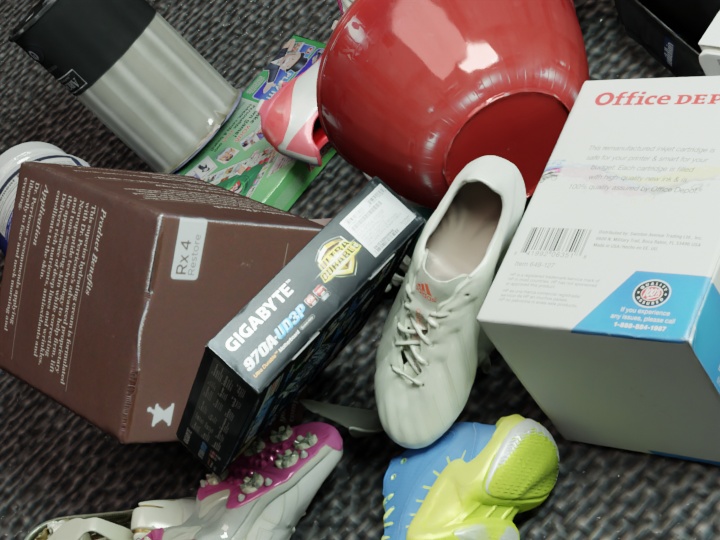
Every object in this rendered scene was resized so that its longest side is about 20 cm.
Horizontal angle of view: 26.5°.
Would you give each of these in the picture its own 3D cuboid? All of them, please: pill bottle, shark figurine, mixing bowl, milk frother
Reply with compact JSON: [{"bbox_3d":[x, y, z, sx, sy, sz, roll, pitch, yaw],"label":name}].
[{"bbox_3d":[-0.264,-0.037,1.371,0.116,0.116,0.200,-43,40,-5],"label":"pill bottle"},{"bbox_3d":[0.059,0.035,1.088,0.215,0.128,0.090,-56,46,21],"label":"shark figurine"},{"bbox_3d":[0.079,-0.112,1.044,0.200,0.200,0.108,-35,45,6],"label":"mixing bowl"},{"bbox_3d":[-0.193,-0.223,1.424,0.200,0.188,0.180,-47,19,-4],"label":"milk frother"}]

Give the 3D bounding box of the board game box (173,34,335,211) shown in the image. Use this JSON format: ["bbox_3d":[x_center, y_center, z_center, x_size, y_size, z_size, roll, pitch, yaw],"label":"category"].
[{"bbox_3d":[-0.076,-0.121,1.372,0.134,0.029,0.200,25,70,46],"label":"board game box"}]

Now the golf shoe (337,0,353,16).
[{"bbox_3d":[0.019,-0.199,1.221,0.072,0.092,0.200,-26,60,1],"label":"golf shoe"}]

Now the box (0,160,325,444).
[{"bbox_3d":[-0.152,0.020,1.150,0.200,0.164,0.166,21,103,46],"label":"box"}]

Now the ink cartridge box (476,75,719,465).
[{"bbox_3d":[0.197,-0.004,0.966,0.147,0.145,0.200,5,57,39],"label":"ink cartridge box"}]

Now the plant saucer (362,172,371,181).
[{"bbox_3d":[0.092,-0.123,1.231,0.200,0.050,0.200,-20,44,21],"label":"plant saucer"}]

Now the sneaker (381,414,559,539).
[{"bbox_3d":[0.044,0.176,0.986,0.200,0.076,0.105,-48,28,-22],"label":"sneaker"}]

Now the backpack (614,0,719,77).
[{"bbox_3d":[0.249,-0.254,1.133,0.154,0.200,0.190,-37,35,-11],"label":"backpack"}]

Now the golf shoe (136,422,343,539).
[{"bbox_3d":[-0.083,0.188,1.057,0.200,0.092,0.075,-40,25,-17],"label":"golf shoe"}]

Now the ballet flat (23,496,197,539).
[{"bbox_3d":[-0.164,0.199,1.116,0.200,0.064,0.068,-16,45,25],"label":"ballet flat"}]

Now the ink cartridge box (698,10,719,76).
[{"bbox_3d":[0.326,-0.168,1.022,0.083,0.145,0.200,18,66,44],"label":"ink cartridge box"}]

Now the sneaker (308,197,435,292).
[{"bbox_3d":[0.000,0.000,1.177,0.200,0.071,0.080,-11,50,38],"label":"sneaker"}]

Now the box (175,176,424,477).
[{"bbox_3d":[-0.043,0.042,0.998,0.046,0.200,0.159,42,66,6],"label":"box"}]

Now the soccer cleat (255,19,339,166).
[{"bbox_3d":[-0.004,-0.172,1.305,0.076,0.067,0.200,35,74,26],"label":"soccer cleat"}]

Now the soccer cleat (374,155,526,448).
[{"bbox_3d":[0.050,0.022,0.970,0.069,0.078,0.201,22,103,15],"label":"soccer cleat"}]
